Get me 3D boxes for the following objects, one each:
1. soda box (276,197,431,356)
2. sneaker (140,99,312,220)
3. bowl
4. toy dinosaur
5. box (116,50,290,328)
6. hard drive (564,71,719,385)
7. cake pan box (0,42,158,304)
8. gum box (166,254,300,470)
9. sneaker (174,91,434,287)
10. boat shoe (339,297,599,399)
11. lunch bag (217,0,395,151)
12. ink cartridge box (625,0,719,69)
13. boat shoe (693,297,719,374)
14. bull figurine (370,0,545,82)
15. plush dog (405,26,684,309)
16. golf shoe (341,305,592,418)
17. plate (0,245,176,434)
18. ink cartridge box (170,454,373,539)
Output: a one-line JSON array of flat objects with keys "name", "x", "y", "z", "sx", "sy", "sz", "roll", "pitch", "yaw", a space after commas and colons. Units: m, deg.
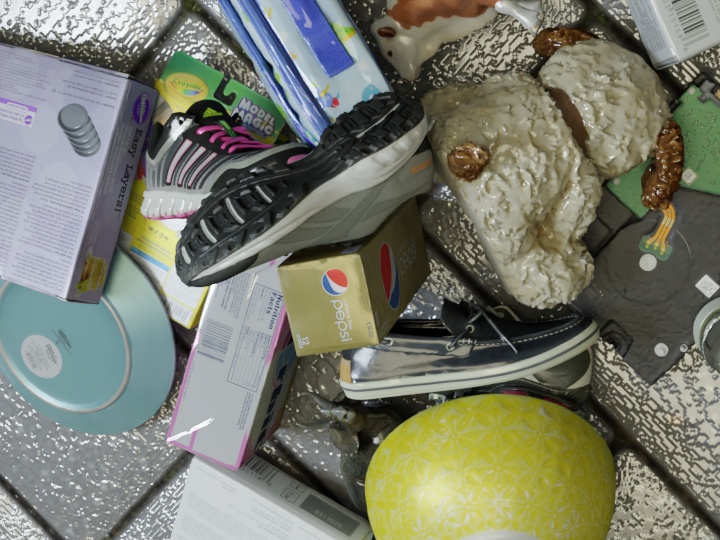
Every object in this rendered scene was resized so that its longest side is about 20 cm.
[{"name": "soda box", "x": 0.000, "y": 0.000, "z": 1.076, "sx": 0.063, "sy": 0.200, "sz": 0.068, "roll": -9, "pitch": 102, "yaw": 16}, {"name": "sneaker", "x": -0.105, "y": -0.087, "z": 1.077, "sx": 0.199, "sy": 0.073, "sz": 0.088, "roll": -5, "pitch": 91, "yaw": 53}, {"name": "bowl", "x": 0.102, "y": 0.202, "z": 1.093, "sx": 0.198, "sy": 0.108, "sz": 0.201, "roll": 0, "pitch": 128, "yaw": 0}, {"name": "toy dinosaur", "x": 0.021, "y": 0.158, "z": 1.176, "sx": 0.101, "sy": 0.077, "sz": 0.201, "roll": 3, "pitch": 133, "yaw": 17}, {"name": "box", "x": -0.141, "y": -0.069, "z": 1.182, "sx": 0.117, "sy": 0.048, "sz": 0.201, "roll": 30, "pitch": 108, "yaw": 9}, {"name": "hard drive", "x": 0.241, "y": -0.031, "z": 1.094, "sx": 0.140, "sy": 0.038, "sz": 0.200, "roll": 42, "pitch": 108, "yaw": 4}, {"name": "cake pan box", "x": -0.278, "y": -0.086, "z": 1.172, "sx": 0.199, "sy": 0.052, "sz": 0.186, "roll": 15, "pitch": 89, "yaw": 25}, {"name": "gum box", "x": -0.082, "y": 0.043, "z": 1.152, "sx": 0.066, "sy": 0.113, "sz": 0.202, "roll": 20, "pitch": 105, "yaw": 10}, {"name": "sneaker", "x": -0.033, "y": -0.039, "z": 0.977, "sx": 0.199, "sy": 0.074, "sz": 0.080, "roll": -29, "pitch": 129, "yaw": -6}, {"name": "boat shoe", "x": 0.078, "y": 0.051, "z": 1.073, "sx": 0.198, "sy": 0.075, "sz": 0.063, "roll": -8, "pitch": 96, "yaw": 9}, {"name": "lunch bag", "x": -0.046, "y": -0.175, "z": 1.067, "sx": 0.082, "sy": 0.161, "sz": 0.201, "roll": -31, "pitch": 86, "yaw": -3}, {"name": "ink cartridge box", "x": 0.254, "y": -0.272, "z": 1.036, "sx": 0.172, "sy": 0.044, "sz": 0.201, "roll": -25, "pitch": 94, "yaw": -12}, {"name": "boat shoe", "x": 0.348, "y": 0.039, "z": 1.049, "sx": 0.200, "sy": 0.060, "sz": 0.073, "roll": -13, "pitch": 113, "yaw": 5}, {"name": "bull figurine", "x": 0.086, "y": -0.230, "z": 1.063, "sx": 0.120, "sy": 0.065, "sz": 0.202, "roll": 18, "pitch": 87, "yaw": 6}, {"name": "plush dog", "x": 0.140, "y": -0.100, "z": 1.042, "sx": 0.171, "sy": 0.161, "sz": 0.201, "roll": -32, "pitch": 71, "yaw": -4}, {"name": "golf shoe", "x": 0.087, "y": 0.067, "z": 1.144, "sx": 0.198, "sy": 0.077, "sz": 0.089, "roll": 11, "pitch": 86, "yaw": 7}, {"name": "plate", "x": -0.248, "y": 0.055, "z": 1.218, "sx": 0.198, "sy": 0.026, "sz": 0.202, "roll": 10, "pitch": 117, "yaw": 19}, {"name": "ink cartridge box", "x": -0.088, "y": 0.261, "z": 1.235, "sx": 0.161, "sy": 0.050, "sz": 0.201, "roll": 28, "pitch": 125, "yaw": 14}]
